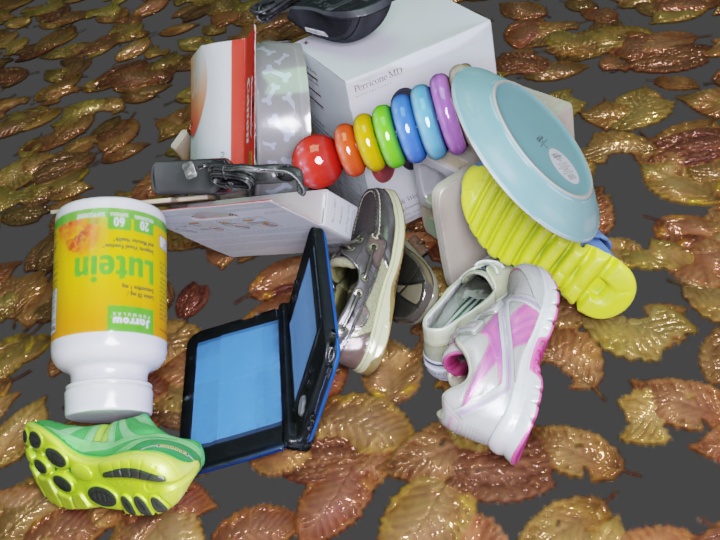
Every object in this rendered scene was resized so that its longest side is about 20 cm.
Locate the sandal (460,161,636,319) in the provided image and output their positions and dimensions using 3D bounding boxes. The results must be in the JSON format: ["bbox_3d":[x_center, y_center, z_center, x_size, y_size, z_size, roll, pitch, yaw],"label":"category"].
[{"bbox_3d":[0.180,-0.035,0.905,0.080,0.199,0.087,-47,6,26],"label":"sandal"}]

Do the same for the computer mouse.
[{"bbox_3d":[-0.019,-0.299,1.053,0.198,0.047,0.140,18,42,43],"label":"computer mouse"}]

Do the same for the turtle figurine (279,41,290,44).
[{"bbox_3d":[-0.114,-0.268,1.288,0.147,0.103,0.200,-4,9,8],"label":"turtle figurine"}]

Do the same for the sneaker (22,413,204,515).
[{"bbox_3d":[-0.224,0.172,0.835,0.197,0.075,0.083,6,17,28],"label":"sneaker"}]

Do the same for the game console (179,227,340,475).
[{"bbox_3d":[-0.099,0.071,0.877,0.116,0.173,0.201,9,34,-14],"label":"game console"}]

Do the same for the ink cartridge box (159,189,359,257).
[{"bbox_3d":[-0.115,-0.059,0.981,0.197,0.173,0.044,-2,73,33],"label":"ink cartridge box"}]

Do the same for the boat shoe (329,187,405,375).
[{"bbox_3d":[0.000,0.000,0.910,0.064,0.073,0.203,19,57,-23],"label":"boat shoe"}]

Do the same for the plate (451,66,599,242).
[{"bbox_3d":[0.163,-0.116,0.856,0.026,0.199,0.202,-40,24,32],"label":"plate"}]

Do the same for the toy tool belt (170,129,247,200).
[{"bbox_3d":[-0.143,-0.158,1.175,0.199,0.124,0.124,-35,42,-26],"label":"toy tool belt"}]

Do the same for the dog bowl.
[{"bbox_3d":[-0.100,-0.162,1.043,0.058,0.203,0.201,-4,35,-13],"label":"dog bowl"}]

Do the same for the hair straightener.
[{"bbox_3d":[-0.136,-0.086,0.895,0.198,0.042,0.076,10,13,36],"label":"hair straightener"}]

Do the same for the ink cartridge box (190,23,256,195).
[{"bbox_3d":[-0.153,-0.167,1.009,0.049,0.165,0.200,0,1,-15],"label":"ink cartridge box"}]

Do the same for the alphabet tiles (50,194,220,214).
[{"bbox_3d":[-0.242,-0.072,1.018,0.163,0.006,0.200,-6,4,-3],"label":"alphabet tiles"}]

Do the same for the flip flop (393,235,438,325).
[{"bbox_3d":[0.047,-0.005,0.966,0.057,0.082,0.200,16,20,-24],"label":"flip flop"}]

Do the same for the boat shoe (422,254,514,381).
[{"bbox_3d":[0.125,0.024,0.903,0.071,0.063,0.200,13,44,31],"label":"boat shoe"}]

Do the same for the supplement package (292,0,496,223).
[{"bbox_3d":[0.050,-0.187,1.084,0.189,0.202,0.147,-26,38,-15],"label":"supplement package"}]

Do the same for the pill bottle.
[{"bbox_3d":[-0.244,0.041,0.900,0.109,0.111,0.204,-7,73,9],"label":"pill bottle"}]

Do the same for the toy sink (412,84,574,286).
[{"bbox_3d":[0.128,-0.095,1.001,0.199,0.132,0.112,-34,41,-23],"label":"toy sink"}]

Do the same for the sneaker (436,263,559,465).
[{"bbox_3d":[0.119,0.066,0.809,0.087,0.082,0.202,15,47,7],"label":"sneaker"}]

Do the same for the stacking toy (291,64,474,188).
[{"bbox_3d":[0.024,-0.135,0.921,0.197,0.086,0.086,-16,36,11],"label":"stacking toy"}]
